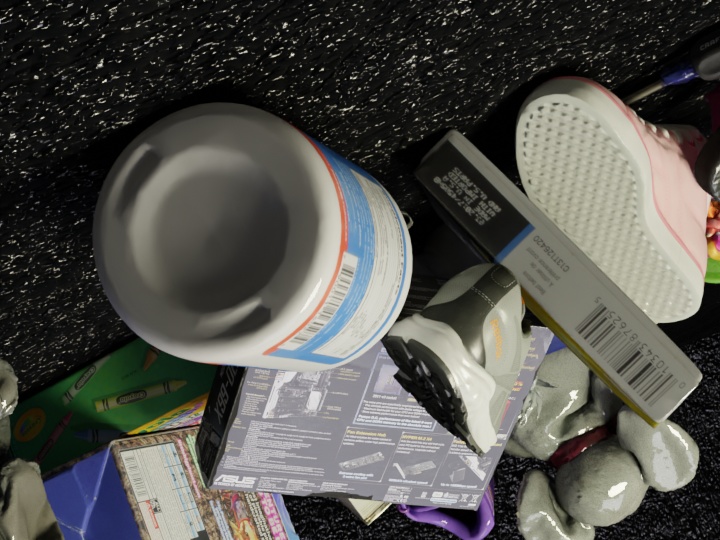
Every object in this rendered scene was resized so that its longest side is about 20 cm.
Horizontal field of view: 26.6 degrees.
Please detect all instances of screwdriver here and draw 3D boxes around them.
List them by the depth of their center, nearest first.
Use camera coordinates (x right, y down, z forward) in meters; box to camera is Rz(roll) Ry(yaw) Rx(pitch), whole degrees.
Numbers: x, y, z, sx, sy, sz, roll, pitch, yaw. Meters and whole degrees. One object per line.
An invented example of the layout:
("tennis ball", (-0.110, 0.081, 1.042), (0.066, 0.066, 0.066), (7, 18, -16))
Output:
("screwdriver", (0.169, -0.111, 0.917), (0.200, 0.029, 0.028), (-20, 173, 37))

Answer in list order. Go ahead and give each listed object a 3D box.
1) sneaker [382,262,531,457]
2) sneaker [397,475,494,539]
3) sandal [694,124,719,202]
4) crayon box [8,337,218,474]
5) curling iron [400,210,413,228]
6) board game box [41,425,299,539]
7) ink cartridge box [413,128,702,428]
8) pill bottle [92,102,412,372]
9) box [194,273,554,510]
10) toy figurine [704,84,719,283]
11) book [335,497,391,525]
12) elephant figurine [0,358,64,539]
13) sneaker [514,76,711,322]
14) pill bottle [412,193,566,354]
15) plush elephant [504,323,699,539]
("sneaker", (0.066, 0.052, 0.876), (0.079, 0.074, 0.200), (-47, 167, -10))
("sneaker", (0.032, 0.133, 1.117), (0.200, 0.083, 0.081), (34, 113, -26))
("sandal", (0.268, -0.126, 0.899), (0.200, 0.048, 0.075), (-45, 133, 7))
("crayon box", (-0.143, 0.086, 1.089), (0.200, 0.058, 0.119), (-28, 168, 23))
("curling iron", (0.000, 0.000, 1.038), (0.026, 0.050, 0.200), (-66, -175, -28))
("board game box", (-0.134, 0.204, 1.099), (0.097, 0.160, 0.200), (-26, 168, 22))
("ink cartridge box", (0.121, 0.014, 0.926), (0.047, 0.198, 0.200), (-45, 167, -1))
("pill bottle", (-0.038, -0.008, 0.725), (0.112, 0.112, 0.200), (-25, 169, 10))
("box", (0.007, 0.077, 0.994), (0.200, 0.050, 0.158), (7, 120, -20))
("toy figurine", (0.267, -0.073, 1.024), (0.200, 0.150, 0.184), (-27, 157, 24))
("book", (0.037, 0.113, 1.323), (0.200, 0.048, 0.134), (-41, -149, -13))
("elephant figurine", (-0.238, 0.160, 0.876), (0.141, 0.200, 0.155), (-31, 166, 36))
("sneaker", (0.156, -0.066, 0.910), (0.075, 0.105, 0.200), (-7, 139, 33))
("pill bottle", (0.114, 0.006, 1.086), (0.200, 0.116, 0.116), (-19, 168, -15))
("plush elephant", (0.173, 0.122, 1.162), (0.165, 0.155, 0.200), (-29, -177, 27))
